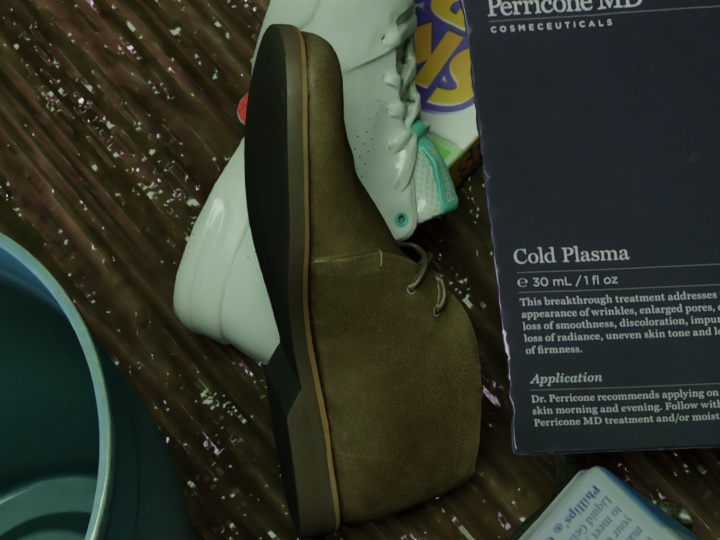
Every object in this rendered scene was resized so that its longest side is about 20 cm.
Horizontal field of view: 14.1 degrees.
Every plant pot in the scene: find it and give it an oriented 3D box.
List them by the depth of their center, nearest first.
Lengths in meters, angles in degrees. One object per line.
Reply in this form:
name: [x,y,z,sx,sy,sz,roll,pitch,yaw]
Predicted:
plant pot: [-0.145,0.104,1.028,0.199,0.188,0.201,-7,66,16]

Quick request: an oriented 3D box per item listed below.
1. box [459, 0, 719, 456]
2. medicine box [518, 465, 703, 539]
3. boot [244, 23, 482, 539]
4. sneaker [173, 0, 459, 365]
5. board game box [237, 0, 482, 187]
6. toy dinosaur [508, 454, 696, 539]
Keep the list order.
box: [0.145,-0.042,1.017,0.199,0.104,0.183,-2,114,11]
medicine box: [0.135,0.178,0.855,0.103,0.182,0.200,-50,49,3]
boot: [0.000,0.000,1.056,0.075,0.201,0.074,-10,28,-6]
sneaker: [0.002,-0.055,1.098,0.088,0.075,0.201,24,110,15]
board game box: [0.046,-0.110,1.156,0.095,0.030,0.200,41,86,22]
toy dinosaur: [0.085,0.135,1.032,0.102,0.077,0.201,-22,70,-3]
